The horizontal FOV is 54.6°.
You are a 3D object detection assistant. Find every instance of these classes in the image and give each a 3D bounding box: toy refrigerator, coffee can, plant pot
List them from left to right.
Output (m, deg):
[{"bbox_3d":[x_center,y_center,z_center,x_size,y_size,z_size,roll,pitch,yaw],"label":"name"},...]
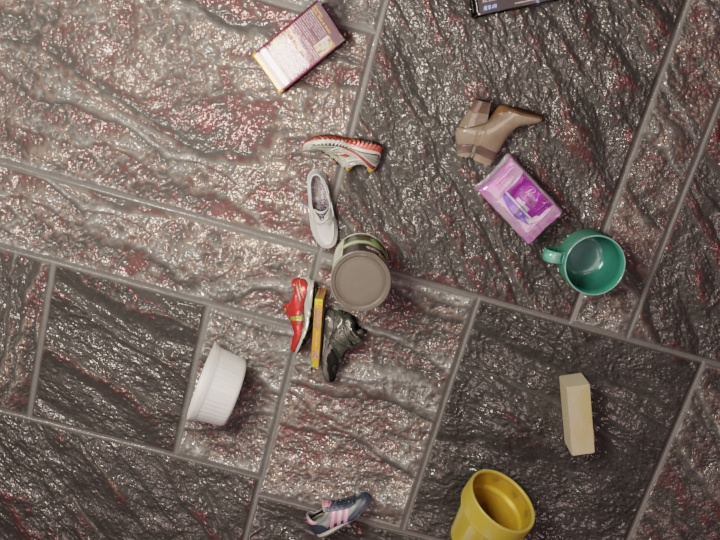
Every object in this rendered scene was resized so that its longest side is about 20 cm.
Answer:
[{"bbox_3d":[0.000,0.000,1.721,0.144,0.200,0.149,0,105,0],"label":"coffee can"},{"bbox_3d":[0.345,0.687,1.915,0.199,0.202,0.190,25,119,-6],"label":"plant pot"},{"bbox_3d":[0.587,0.387,1.885,0.069,0.076,0.203,-8,104,2],"label":"toy refrigerator"}]

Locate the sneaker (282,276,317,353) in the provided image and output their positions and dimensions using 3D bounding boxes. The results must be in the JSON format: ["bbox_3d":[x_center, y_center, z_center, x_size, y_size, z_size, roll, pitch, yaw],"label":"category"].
[{"bbox_3d":[-0.164,0.115,1.828,0.084,0.077,0.203,11,98,9],"label":"sneaker"}]

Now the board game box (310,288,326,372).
[{"bbox_3d":[-0.110,0.157,1.817,0.029,0.096,0.203,8,105,1],"label":"board game box"}]

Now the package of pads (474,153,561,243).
[{"bbox_3d":[0.392,-0.179,1.735,0.200,0.076,0.120,44,102,-10],"label":"package of pads"}]

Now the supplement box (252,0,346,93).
[{"bbox_3d":[-0.141,-0.523,1.641,0.199,0.086,0.111,-36,102,10],"label":"supplement box"}]

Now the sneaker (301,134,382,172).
[{"bbox_3d":[-0.047,-0.285,1.709,0.197,0.078,0.083,9,106,-2],"label":"sneaker"}]

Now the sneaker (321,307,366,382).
[{"bbox_3d":[-0.045,0.204,1.840,0.112,0.076,0.203,7,100,5],"label":"sneaker"}]

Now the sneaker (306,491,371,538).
[{"bbox_3d":[-0.064,0.673,1.968,0.199,0.070,0.082,-36,105,8],"label":"sneaker"}]

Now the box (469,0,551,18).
[{"bbox_3d":[0.345,-0.683,1.596,0.197,0.086,0.166,-9,104,3],"label":"box"}]

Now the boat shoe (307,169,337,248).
[{"bbox_3d":[-0.096,-0.150,1.749,0.071,0.069,0.203,-2,105,1],"label":"boat shoe"}]

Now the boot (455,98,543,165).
[{"bbox_3d":[0.332,-0.330,1.706,0.197,0.070,0.148,13,111,-2],"label":"boot"}]

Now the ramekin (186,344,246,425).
[{"bbox_3d":[-0.369,0.302,1.810,0.097,0.201,0.203,22,104,-13],"label":"ramekin"}]

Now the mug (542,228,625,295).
[{"bbox_3d":[0.561,-0.037,1.752,0.185,0.115,0.152,41,102,-9],"label":"mug"}]
